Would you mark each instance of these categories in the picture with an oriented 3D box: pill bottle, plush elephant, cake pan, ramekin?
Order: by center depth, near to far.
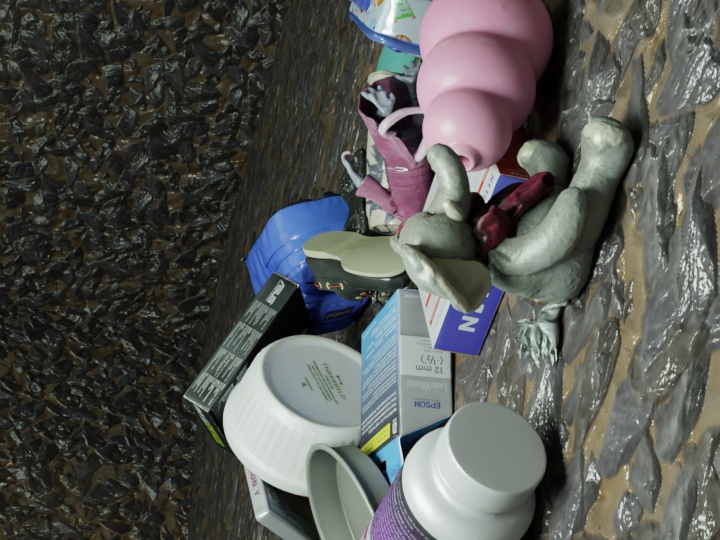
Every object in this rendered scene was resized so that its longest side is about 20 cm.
[{"bbox_3d":[0.099,-0.033,0.860,0.165,0.154,0.201,-152,73,-77],"label":"plush elephant"},{"bbox_3d":[0.076,0.198,0.885,0.201,0.111,0.112,112,162,-44],"label":"pill bottle"},{"bbox_3d":[0.001,0.273,1.145,0.200,0.037,0.201,47,146,45],"label":"cake pan"},{"bbox_3d":[-0.056,0.163,1.285,0.203,0.201,0.095,-97,23,-52],"label":"ramekin"}]

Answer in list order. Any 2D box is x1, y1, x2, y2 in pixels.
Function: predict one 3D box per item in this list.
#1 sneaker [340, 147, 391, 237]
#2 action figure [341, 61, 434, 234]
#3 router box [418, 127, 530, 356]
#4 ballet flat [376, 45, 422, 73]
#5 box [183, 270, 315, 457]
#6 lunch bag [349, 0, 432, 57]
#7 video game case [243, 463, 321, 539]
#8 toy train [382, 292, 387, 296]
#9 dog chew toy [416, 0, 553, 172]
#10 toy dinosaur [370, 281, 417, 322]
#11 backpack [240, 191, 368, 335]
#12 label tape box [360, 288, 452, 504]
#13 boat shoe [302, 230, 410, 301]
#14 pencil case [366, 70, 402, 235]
[{"bbox_3d":[0.024,-0.062,1.361,0.076,0.090,0.201,-42,38,52],"label":"sneaker"},{"bbox_3d":[0.061,-0.115,1.170,0.149,0.133,0.201,-128,26,-56],"label":"action figure"},{"bbox_3d":[0.109,-0.048,1.073,0.180,0.049,0.201,-99,23,-56],"label":"router box"},{"bbox_3d":[0.073,-0.309,1.409,0.071,0.070,0.201,-133,55,-74],"label":"ballet flat"},{"bbox_3d":[-0.137,0.127,1.414,0.200,0.047,0.193,-55,-17,-20],"label":"box"},{"bbox_3d":[0.066,-0.277,1.193,0.200,0.159,0.076,-116,38,-68],"label":"lunch bag"},{"bbox_3d":[-0.080,0.270,1.332,0.023,0.200,0.183,-34,42,11],"label":"video game case"},{"bbox_3d":[0.026,-0.066,1.435,0.042,0.056,0.201,137,142,-69],"label":"toy train"},{"bbox_3d":[0.106,-0.172,0.973,0.125,0.124,0.201,120,167,-56],"label":"dog chew toy"},{"bbox_3d":[0.032,0.068,1.336,0.088,0.047,0.201,-117,35,-59],"label":"toy dinosaur"},{"bbox_3d":[-0.055,-0.010,1.536,0.168,0.162,0.200,63,153,19],"label":"backpack"},{"bbox_3d":[0.048,0.140,1.165,0.143,0.066,0.201,125,147,-62],"label":"label tape box"},{"bbox_3d":[0.002,-0.001,1.228,0.201,0.073,0.063,13,126,59],"label":"boat shoe"},{"bbox_3d":[0.049,-0.134,1.291,0.077,0.089,0.201,-6,81,39],"label":"pencil case"}]
